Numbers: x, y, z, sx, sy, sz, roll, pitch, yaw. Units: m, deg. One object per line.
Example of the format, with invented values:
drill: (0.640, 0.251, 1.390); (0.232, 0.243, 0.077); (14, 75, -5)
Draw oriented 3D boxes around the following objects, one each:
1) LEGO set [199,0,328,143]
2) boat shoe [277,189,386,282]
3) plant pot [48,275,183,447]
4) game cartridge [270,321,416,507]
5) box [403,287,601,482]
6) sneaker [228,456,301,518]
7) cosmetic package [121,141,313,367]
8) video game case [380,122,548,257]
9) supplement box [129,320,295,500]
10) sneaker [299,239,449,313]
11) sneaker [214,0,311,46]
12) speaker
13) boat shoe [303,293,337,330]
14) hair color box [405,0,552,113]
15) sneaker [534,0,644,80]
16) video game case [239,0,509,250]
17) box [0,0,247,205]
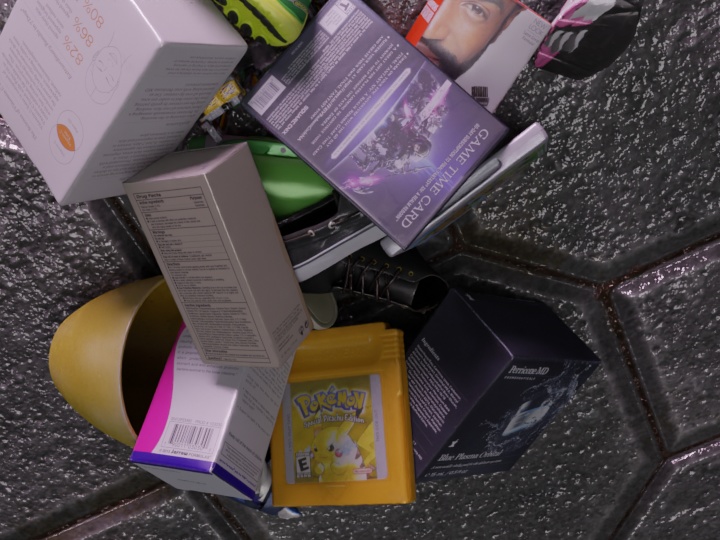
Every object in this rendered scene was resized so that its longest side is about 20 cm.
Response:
LEGO set: (-0.111, -0.218, 0.718); (0.199, 0.116, 0.154); (-22, 118, 7)
boat shoe: (-0.007, -0.059, 0.719); (0.200, 0.069, 0.057); (-33, 119, 15)
plant pot: (-0.264, 0.102, 0.858); (0.141, 0.200, 0.201); (1, 122, 22)
game cartridge: (-0.028, 0.166, 0.866); (0.175, 0.032, 0.201); (-9, 79, 23)
box: (0.145, 0.139, 0.897); (0.196, 0.118, 0.200); (9, 122, -45)
sneaker: (-0.127, 0.258, 0.954); (0.146, 0.081, 0.200); (14, 152, 8)
cosmetic package: (-0.129, -0.010, 0.706); (0.103, 0.073, 0.201); (0, 120, 30)
video game case: (0.115, -0.081, 0.779); (0.182, 0.200, 0.022); (-37, 87, 14)
supplement box: (-0.151, 0.132, 0.819); (0.101, 0.201, 0.103); (2, 149, 22)
sneaker: (0.000, 0.000, 0.812); (0.199, 0.106, 0.075); (-7, 124, -34)
sneaker: (-0.113, -0.281, 0.624); (0.074, 0.084, 0.200); (2, 144, 44)
speaker: (-0.078, -0.091, 0.778); (0.199, 0.089, 0.089); (4, 118, -10)
boat shoe: (-0.104, -0.012, 0.863); (0.066, 0.075, 0.200); (-18, 116, 39)
hair color box: (0.090, -0.200, 0.780); (0.111, 0.064, 0.200); (26, 112, -17)
sneaker: (0.248, -0.282, 0.745); (0.080, 0.087, 0.200); (23, 136, -15)
video game case: (0.012, -0.137, 0.675); (0.200, 0.019, 0.143); (42, 90, 2)
box: (-0.226, -0.184, 0.675); (0.200, 0.106, 0.153); (-43, 79, 33)
